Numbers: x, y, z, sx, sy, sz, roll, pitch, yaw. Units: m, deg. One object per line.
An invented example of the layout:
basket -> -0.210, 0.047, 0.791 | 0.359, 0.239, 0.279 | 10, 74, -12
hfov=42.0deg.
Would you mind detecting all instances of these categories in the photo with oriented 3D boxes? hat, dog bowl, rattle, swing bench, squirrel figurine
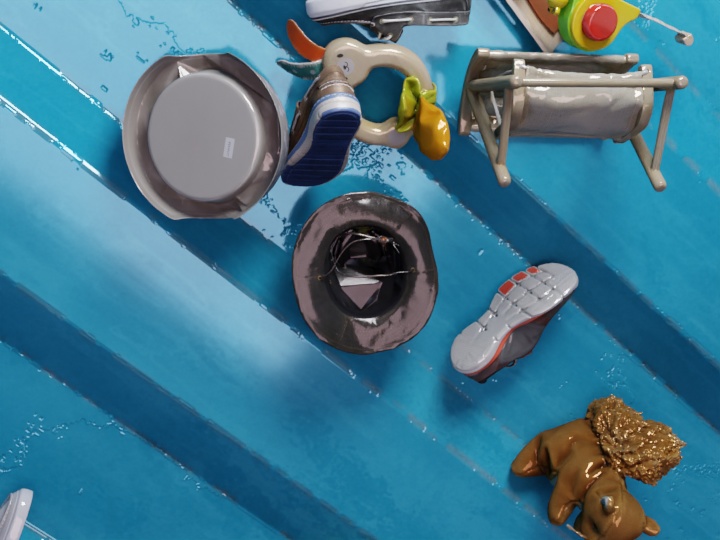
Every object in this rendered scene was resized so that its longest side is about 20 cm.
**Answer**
hat -> 0.000, 0.000, 1.170 | 0.199, 0.081, 0.203 | -2, 98, -12
dog bowl -> -0.172, -0.153, 1.075 | 0.198, 0.059, 0.202 | 3, 100, 18
rattle -> -0.003, -0.201, 1.080 | 0.199, 0.144, 0.130 | 31, 131, -25
swing bench -> 0.234, -0.187, 1.083 | 0.197, 0.200, 0.131 | -1, 117, -9
squirrel figurine -> 0.327, 0.269, 1.235 | 0.141, 0.187, 0.200 | 37, 97, -16

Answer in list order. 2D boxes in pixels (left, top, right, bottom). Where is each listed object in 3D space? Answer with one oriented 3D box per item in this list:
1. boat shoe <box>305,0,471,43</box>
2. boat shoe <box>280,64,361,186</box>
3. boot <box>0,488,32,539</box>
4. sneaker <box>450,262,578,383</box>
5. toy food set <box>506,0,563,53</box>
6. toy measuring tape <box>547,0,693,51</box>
boat shoe -> 0.037, -0.300, 1.093 | 0.198, 0.072, 0.071 | -8, 114, -2
boat shoe -> -0.045, -0.163, 1.082 | 0.072, 0.200, 0.073 | 2, 68, -22
boot -> -0.498, 0.354, 1.195 | 0.095, 0.074, 0.201 | 25, 102, -21
sneaker -> 0.208, 0.072, 1.237 | 0.200, 0.077, 0.082 | -39, 134, 4
toy food set -> 0.256, -0.372, 1.112 | 0.200, 0.060, 0.144 | -41, 107, 5
toy measuring tape -> 0.299, -0.281, 1.103 | 0.199, 0.074, 0.074 | 16, 103, -23
